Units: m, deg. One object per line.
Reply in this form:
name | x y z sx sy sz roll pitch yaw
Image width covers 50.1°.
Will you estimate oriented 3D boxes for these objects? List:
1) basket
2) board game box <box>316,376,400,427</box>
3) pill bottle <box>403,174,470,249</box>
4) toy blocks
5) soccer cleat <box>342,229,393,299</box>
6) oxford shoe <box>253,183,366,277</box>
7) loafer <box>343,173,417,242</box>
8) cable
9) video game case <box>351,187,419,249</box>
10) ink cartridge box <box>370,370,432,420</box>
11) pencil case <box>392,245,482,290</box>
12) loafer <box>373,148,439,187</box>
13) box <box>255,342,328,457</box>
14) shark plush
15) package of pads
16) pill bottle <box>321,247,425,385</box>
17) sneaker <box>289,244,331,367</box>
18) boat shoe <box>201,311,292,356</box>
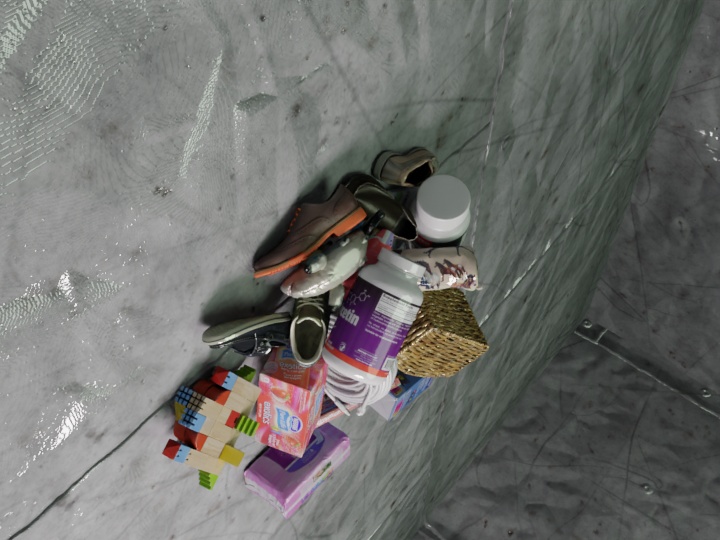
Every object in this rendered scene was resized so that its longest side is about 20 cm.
basket | 0.125 0.110 1.493 0.143 0.150 0.199 -41 142 26
board game box | -0.021 0.248 1.531 0.199 0.020 0.103 -27 -168 -3
pill bottle | 0.143 -0.083 1.439 0.114 0.114 0.200 -48 163 -22
toy blocks | -0.237 0.225 1.192 0.201 0.099 0.137 -64 149 -13
soccer cleat | 0.000 0.000 1.337 0.077 0.067 0.200 -58 -174 -35
oxford shoe | -0.089 -0.059 1.179 0.200 0.073 0.071 -35 -172 -19
loafer | 0.040 -0.103 1.305 0.200 0.071 0.073 22 104 -50
cable | -0.024 0.145 1.357 0.069 0.200 0.200 -41 175 -42
video game case | 0.044 -0.085 1.439 0.200 0.018 0.144 -18 134 -56
ink cartridge box | 0.079 0.224 1.722 0.200 0.136 0.077 -30 149 -47
pencil case | 0.118 0.004 1.380 0.078 0.199 0.090 -87 173 -88
loafer | 0.096 -0.175 1.376 0.200 0.063 0.072 -14 130 -57
box | -0.120 0.221 1.353 0.103 0.094 0.201 -64 169 -46
shark plush | -0.040 -0.034 1.197 0.091 0.083 0.200 44 74 -33
package of pads | -0.125 0.384 1.541 0.200 0.120 0.076 -41 145 -34
pill bottle | 0.026 0.070 1.209 0.201 0.112 0.112 -65 155 3
sneaker | -0.074 0.060 1.231 0.090 0.067 0.202 -105 -158 -84
boat shoe | -0.166 0.102 1.180 0.200 0.074 0.063 -5 90 -65
